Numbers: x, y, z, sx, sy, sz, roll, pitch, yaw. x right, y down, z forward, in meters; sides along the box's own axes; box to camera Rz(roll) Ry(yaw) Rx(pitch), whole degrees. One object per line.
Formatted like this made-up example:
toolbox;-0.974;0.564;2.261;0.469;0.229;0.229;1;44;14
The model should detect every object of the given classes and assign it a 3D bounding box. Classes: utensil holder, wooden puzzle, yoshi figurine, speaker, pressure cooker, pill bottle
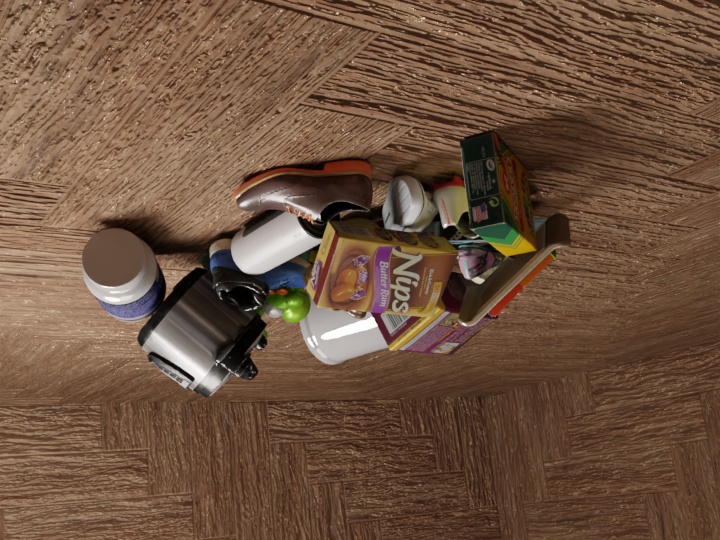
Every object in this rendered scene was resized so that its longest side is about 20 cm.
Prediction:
utensil holder;0.006;0.081;1.712;0.199;0.171;0.170;-20;160;34
wooden puzzle;0.240;0.001;1.326;0.200;0.037;0.185;-42;-175;20
yoshi figurine;-0.173;0.071;1.594;0.199;0.113;0.112;-12;-172;29
speaker;-0.118;-0.055;1.327;0.081;0.082;0.200;5;161;-36
pressure cooker;-0.255;0.116;1.479;0.179;0.200;0.176;-47;-174;35
pill bottle;-0.378;0.008;1.390;0.115;0.116;0.200;-4;165;-7

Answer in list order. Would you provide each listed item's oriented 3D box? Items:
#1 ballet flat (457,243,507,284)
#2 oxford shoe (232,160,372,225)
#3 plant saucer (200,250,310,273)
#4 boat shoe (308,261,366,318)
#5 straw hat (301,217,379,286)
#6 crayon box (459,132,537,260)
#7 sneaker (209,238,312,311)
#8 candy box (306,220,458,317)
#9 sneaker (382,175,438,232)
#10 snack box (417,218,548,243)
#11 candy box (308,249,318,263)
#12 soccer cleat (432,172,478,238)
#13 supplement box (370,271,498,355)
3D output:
ballet flat;0.217;-0.011;1.505;0.069;0.072;0.200;2;-176;29
oxford shoe;-0.081;-0.099;1.194;0.199;0.073;0.071;-9;164;12
plant saucer;-0.187;-0.006;1.567;0.199;0.036;0.200;-5;165;-1
boat shoe;-0.046;0.036;1.555;0.074;0.075;0.202;5;-169;-28
straw hat;-0.004;-0.039;1.403;0.200;0.086;0.201;-7;-157;3
crayon box;0.199;-0.098;1.208;0.051;0.128;0.200;-11;165;23
sneaker;-0.159;0.025;1.447;0.199;0.112;0.077;19;140;-34
candy box;0.033;0.000;1.276;0.199;0.057;0.117;5;117;-28
sneaker;0.079;-0.099;1.286;0.070;0.074;0.200;-13;175;-8
snack box;0.201;-0.064;1.445;0.199;0.037;0.116;-2;180;-14
candy box;0.000;0.000;1.504;0.102;0.027;0.200;7;-170;-32
soccer cleat;0.180;-0.086;1.316;0.068;0.086;0.199;-18;160;38
supplement box;0.133;0.073;1.566;0.131;0.104;0.199;-43;149;25
